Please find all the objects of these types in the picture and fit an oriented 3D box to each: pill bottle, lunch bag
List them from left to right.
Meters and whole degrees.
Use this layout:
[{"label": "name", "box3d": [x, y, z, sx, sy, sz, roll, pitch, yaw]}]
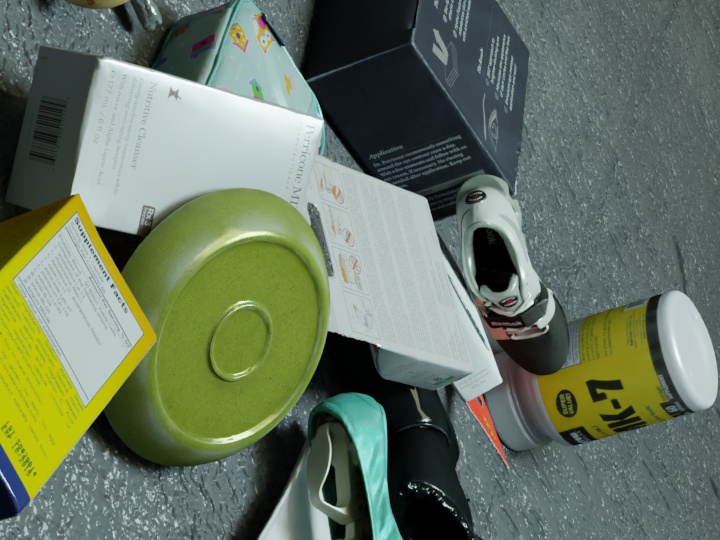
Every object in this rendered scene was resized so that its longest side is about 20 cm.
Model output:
[{"label": "lunch bag", "box3d": [-0.094, -0.103, 1.583, 0.161, 0.077, 0.201, 54, 33, -30]}, {"label": "pill bottle", "box3d": [0.223, 0.099, 1.934, 0.114, 0.199, 0.115, 41, 39, -45]}]

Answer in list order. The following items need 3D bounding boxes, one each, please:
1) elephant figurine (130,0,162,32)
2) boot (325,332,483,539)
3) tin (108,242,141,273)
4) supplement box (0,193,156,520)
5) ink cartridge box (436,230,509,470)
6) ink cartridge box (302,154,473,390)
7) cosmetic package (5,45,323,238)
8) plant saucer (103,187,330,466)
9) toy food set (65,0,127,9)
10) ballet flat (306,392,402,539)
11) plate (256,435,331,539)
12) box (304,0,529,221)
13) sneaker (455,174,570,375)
[{"label": "elephant figurine", "box3d": [-0.129, -0.315, 1.574, 0.141, 0.155, 0.200, 44, 41, -6]}, {"label": "boot", "box3d": [0.036, 0.140, 1.651, 0.163, 0.073, 0.199, -95, 160, -58]}, {"label": "tin", "box3d": [-0.134, 0.046, 1.462, 0.200, 0.042, 0.113, 17, 56, -59]}, {"label": "supplement box", "box3d": [-0.221, 0.057, 1.206, 0.109, 0.109, 0.200, 63, 29, -18]}, {"label": "ink cartridge box", "box3d": [0.087, 0.052, 1.800, 0.174, 0.043, 0.200, 55, 9, -29]}, {"label": "ink cartridge box", "box3d": [0.000, 0.000, 1.598, 0.199, 0.050, 0.162, 16, 53, -50]}, {"label": "cosmetic package", "box3d": [-0.130, -0.076, 1.401, 0.199, 0.081, 0.114, 10, 94, -42]}, {"label": "plant saucer", "box3d": [-0.089, 0.044, 1.401, 0.199, 0.031, 0.202, -20, 121, -38]}, {"label": "toy food set", "box3d": [-0.159, -0.294, 1.441, 0.049, 0.199, 0.199, -24, 99, -66]}, {"label": "ballet flat", "box3d": [-0.008, 0.189, 1.533, 0.070, 0.067, 0.202, 5, 67, -35]}, {"label": "plate", "box3d": [-0.018, 0.239, 1.570, 0.201, 0.032, 0.200, 62, 29, -21]}, {"label": "box", "box3d": [0.056, -0.185, 1.878, 0.200, 0.117, 0.198, 52, 32, -36]}, {"label": "sneaker", "box3d": [0.129, 0.022, 1.835, 0.089, 0.074, 0.201, -77, 144, -61]}]
